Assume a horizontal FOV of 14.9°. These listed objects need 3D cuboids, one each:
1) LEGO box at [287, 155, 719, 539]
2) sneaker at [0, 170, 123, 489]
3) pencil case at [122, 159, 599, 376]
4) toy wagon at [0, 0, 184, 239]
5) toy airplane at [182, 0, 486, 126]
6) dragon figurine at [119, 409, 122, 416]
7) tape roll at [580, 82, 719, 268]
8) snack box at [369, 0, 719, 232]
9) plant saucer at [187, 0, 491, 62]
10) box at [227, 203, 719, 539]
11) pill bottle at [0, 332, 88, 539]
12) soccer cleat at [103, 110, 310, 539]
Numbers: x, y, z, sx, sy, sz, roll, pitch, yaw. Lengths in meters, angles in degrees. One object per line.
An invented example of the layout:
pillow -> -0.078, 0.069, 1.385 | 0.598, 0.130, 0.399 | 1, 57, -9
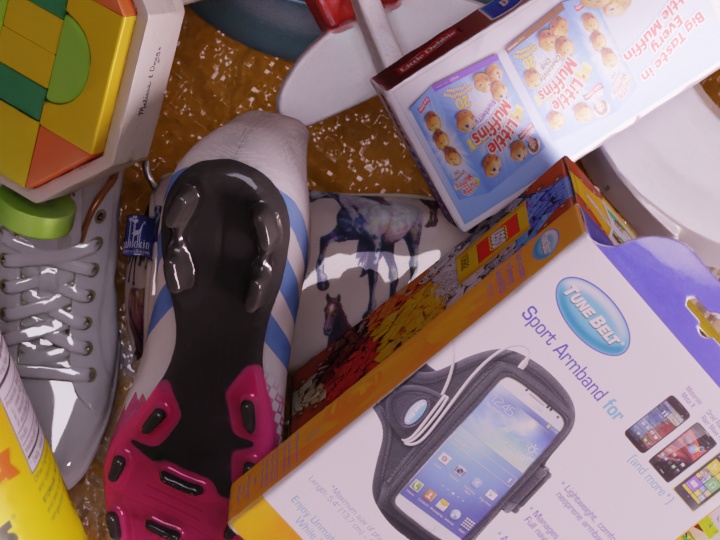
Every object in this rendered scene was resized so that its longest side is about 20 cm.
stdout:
LEGO box -> 0.089, 0.082, 1.105 | 0.149, 0.077, 0.200 | -38, 106, 13
sneaker -> -0.136, -0.006, 1.154 | 0.072, 0.085, 0.202 | 2, 86, -3
pencil case -> 0.000, 0.000, 1.158 | 0.198, 0.078, 0.090 | 1, 100, -1
toy wagon -> -0.156, -0.112, 1.089 | 0.199, 0.039, 0.156 | 30, 117, 27
toy airplane -> -0.024, -0.162, 1.130 | 0.199, 0.141, 0.200 | 18, 107, -26
dragon figurine -> -0.017, 0.114, 1.157 | 0.199, 0.059, 0.100 | 20, 85, 2
tape roll -> 0.181, -0.099, 1.174 | 0.201, 0.071, 0.204 | 0, 85, -2
snack box -> 0.105, -0.099, 1.110 | 0.199, 0.024, 0.072 | -33, 116, -4
plant saucer -> -0.008, -0.190, 1.201 | 0.198, 0.027, 0.202 | 0, 85, 0
box -> 0.062, 0.069, 1.039 | 0.200, 0.042, 0.119 | -39, 106, 10
pill bottle -> -0.180, 0.075, 1.093 | 0.109, 0.109, 0.201 | -21, 117, -3
soccer cleat -> -0.052, 0.030, 1.092 | 0.069, 0.086, 0.201 | 18, 120, 8
